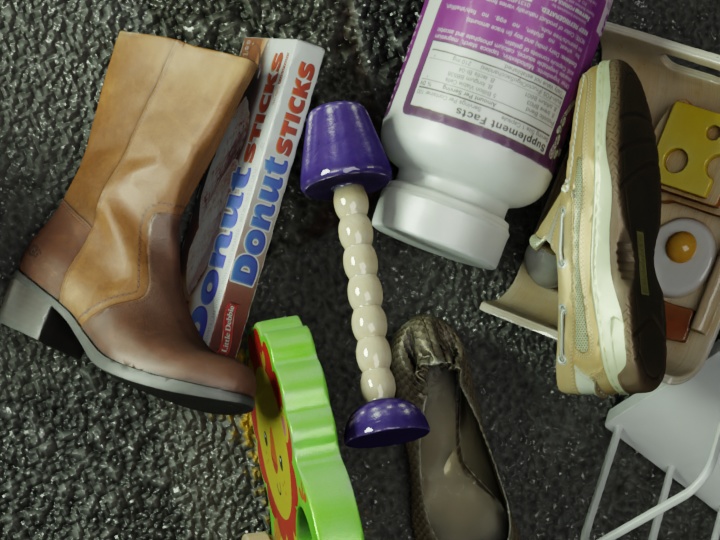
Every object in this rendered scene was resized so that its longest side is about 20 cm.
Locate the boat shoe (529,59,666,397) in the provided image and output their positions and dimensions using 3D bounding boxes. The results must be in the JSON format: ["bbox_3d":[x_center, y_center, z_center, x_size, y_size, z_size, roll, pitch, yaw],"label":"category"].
[{"bbox_3d":[0.135,-0.025,1.289,0.071,0.076,0.202,21,66,-55],"label":"boat shoe"}]

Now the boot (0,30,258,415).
[{"bbox_3d":[-0.104,-0.029,1.269,0.068,0.187,0.201,31,82,-52],"label":"boot"}]

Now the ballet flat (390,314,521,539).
[{"bbox_3d":[0.062,0.126,1.364,0.067,0.046,0.202,-13,95,-13],"label":"ballet flat"}]

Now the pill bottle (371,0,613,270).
[{"bbox_3d":[0.077,-0.108,1.327,0.111,0.112,0.202,20,87,-14],"label":"pill bottle"}]

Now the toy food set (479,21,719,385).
[{"bbox_3d":[0.171,-0.044,1.338,0.060,0.143,0.202,28,84,-58],"label":"toy food set"}]

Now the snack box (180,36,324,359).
[{"bbox_3d":[-0.074,-0.042,1.309,0.024,0.072,0.202,18,87,-31],"label":"snack box"}]

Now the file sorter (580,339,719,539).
[{"bbox_3d":[0.255,0.161,1.346,0.199,0.139,0.125,37,48,-13],"label":"file sorter"}]

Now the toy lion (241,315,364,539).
[{"bbox_3d":[-0.032,0.131,1.269,0.068,0.200,0.194,-9,113,-12],"label":"toy lion"}]

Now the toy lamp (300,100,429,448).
[{"bbox_3d":[0.000,0.000,1.268,0.058,0.058,0.202,-5,74,-14],"label":"toy lamp"}]

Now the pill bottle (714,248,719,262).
[{"bbox_3d":[0.306,0.029,1.392,0.200,0.112,0.113,40,82,-13],"label":"pill bottle"}]
